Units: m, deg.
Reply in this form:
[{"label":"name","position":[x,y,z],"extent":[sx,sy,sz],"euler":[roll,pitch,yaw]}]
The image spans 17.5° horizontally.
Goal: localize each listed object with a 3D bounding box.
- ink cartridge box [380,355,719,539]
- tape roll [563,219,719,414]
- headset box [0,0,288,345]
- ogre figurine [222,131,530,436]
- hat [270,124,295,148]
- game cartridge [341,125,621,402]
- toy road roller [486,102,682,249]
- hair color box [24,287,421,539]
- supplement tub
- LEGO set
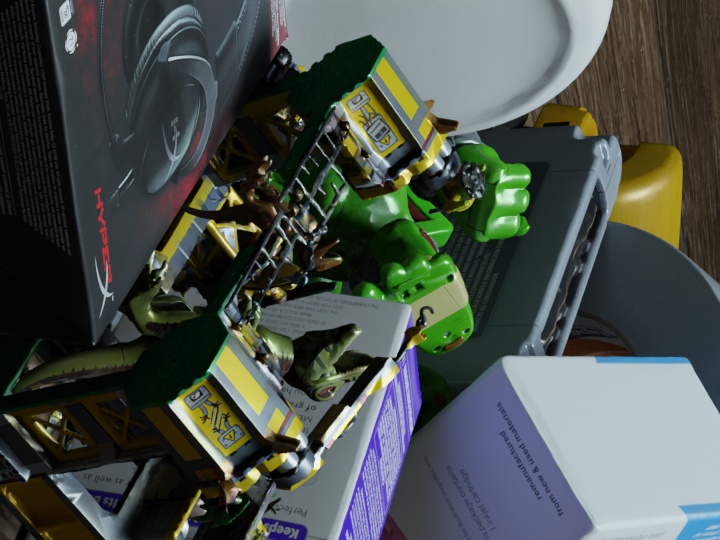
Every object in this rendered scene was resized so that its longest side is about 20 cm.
[{"label":"ink cartridge box","position":[0.053,0.126,0.993],"extent":[0.144,0.200,0.085],"euler":[2,53,-51]},{"label":"tape roll","position":[0.104,0.079,1.128],"extent":[0.066,0.200,0.201],"euler":[34,62,-50]},{"label":"headset box","position":[-0.084,-0.098,0.696],"extent":[0.200,0.077,0.149],"euler":[-62,155,-51]},{"label":"ogre figurine","position":[0.000,0.000,0.962],"extent":[0.200,0.098,0.120],"euler":[94,-23,-49]},{"label":"hat","position":[0.015,-0.095,1.063],"extent":[0.201,0.081,0.201],"euler":[8,90,-76]},{"label":"game cartridge","position":[0.039,0.002,1.093],"extent":[0.042,0.133,0.200],"euler":[68,30,-32]},{"label":"toy road roller","position":[0.096,-0.016,1.281],"extent":[0.200,0.146,0.123],"euler":[-63,155,-53]},{"label":"hair color box","position":[-0.054,0.097,0.833],"extent":[0.065,0.109,0.200],"euler":[83,20,-47]},{"label":"supplement tub","position":[0.018,-0.163,0.870],"extent":[0.140,0.140,0.200],"euler":[74,13,-57]},{"label":"LEGO set","position":[-0.032,0.029,0.760],"extent":[0.116,0.154,0.200],"euler":[52,36,-27]}]
